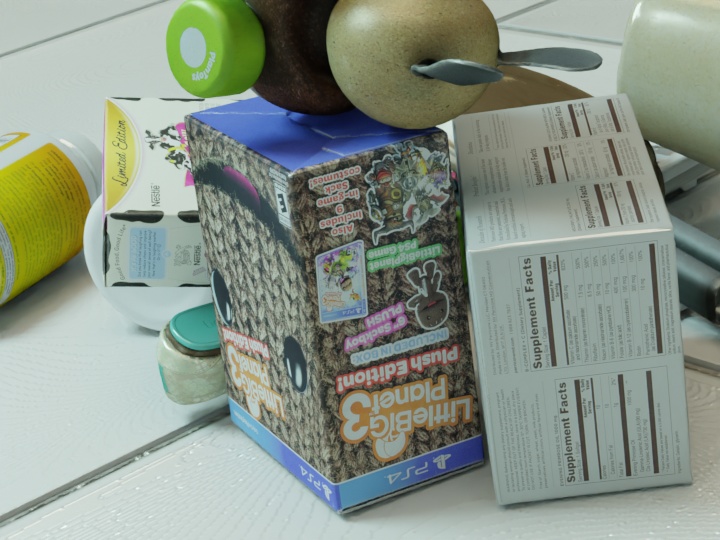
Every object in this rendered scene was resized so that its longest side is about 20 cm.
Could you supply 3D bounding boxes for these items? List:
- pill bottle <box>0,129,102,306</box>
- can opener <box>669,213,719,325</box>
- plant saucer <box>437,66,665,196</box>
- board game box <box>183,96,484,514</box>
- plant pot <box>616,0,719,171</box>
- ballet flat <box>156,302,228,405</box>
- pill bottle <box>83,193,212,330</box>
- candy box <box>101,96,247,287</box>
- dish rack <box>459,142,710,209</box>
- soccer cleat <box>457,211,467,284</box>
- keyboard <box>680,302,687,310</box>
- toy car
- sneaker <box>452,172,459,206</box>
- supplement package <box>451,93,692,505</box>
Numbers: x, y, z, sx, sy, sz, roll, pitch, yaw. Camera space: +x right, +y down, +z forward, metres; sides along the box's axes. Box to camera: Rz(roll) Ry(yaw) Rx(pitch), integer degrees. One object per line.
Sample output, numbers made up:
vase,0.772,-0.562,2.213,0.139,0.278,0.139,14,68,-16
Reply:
pill bottle,-0.274,-0.038,1.501,0.108,0.110,0.200,3,24,29
can opener,0.232,0.001,1.238,0.052,0.067,0.200,-17,23,-22
plant saucer,0.120,-0.095,1.363,0.199,0.030,0.200,17,26,-9
board game box,-0.016,0.009,1.143,0.096,0.202,0.159,-16,21,-22
plant pot,0.279,-0.134,1.326,0.182,0.202,0.200,19,32,26
ballet flat,-0.041,0.038,1.275,0.199,0.063,0.068,-14,42,-24
pill bottle,-0.108,-0.046,1.442,0.115,0.117,0.200,0,23,23
candy box,-0.068,-0.052,1.288,0.198,0.061,0.137,-1,38,-8
dish rack,0.162,-0.075,1.500,0.171,0.044,0.199,-28,28,-37
soccer cleat,0.000,0.000,1.364,0.199,0.068,0.081,-13,11,-26
keyboard,0.201,0.013,1.304,0.199,0.011,0.056,-22,25,-30
toy car,0.024,-0.141,1.052,0.164,0.159,0.199,-12,29,-44
sneaker,0.041,-0.088,1.463,0.074,0.081,0.199,-21,25,-39
supplement package,0.117,0.012,1.129,0.110,0.157,0.200,-6,25,4
